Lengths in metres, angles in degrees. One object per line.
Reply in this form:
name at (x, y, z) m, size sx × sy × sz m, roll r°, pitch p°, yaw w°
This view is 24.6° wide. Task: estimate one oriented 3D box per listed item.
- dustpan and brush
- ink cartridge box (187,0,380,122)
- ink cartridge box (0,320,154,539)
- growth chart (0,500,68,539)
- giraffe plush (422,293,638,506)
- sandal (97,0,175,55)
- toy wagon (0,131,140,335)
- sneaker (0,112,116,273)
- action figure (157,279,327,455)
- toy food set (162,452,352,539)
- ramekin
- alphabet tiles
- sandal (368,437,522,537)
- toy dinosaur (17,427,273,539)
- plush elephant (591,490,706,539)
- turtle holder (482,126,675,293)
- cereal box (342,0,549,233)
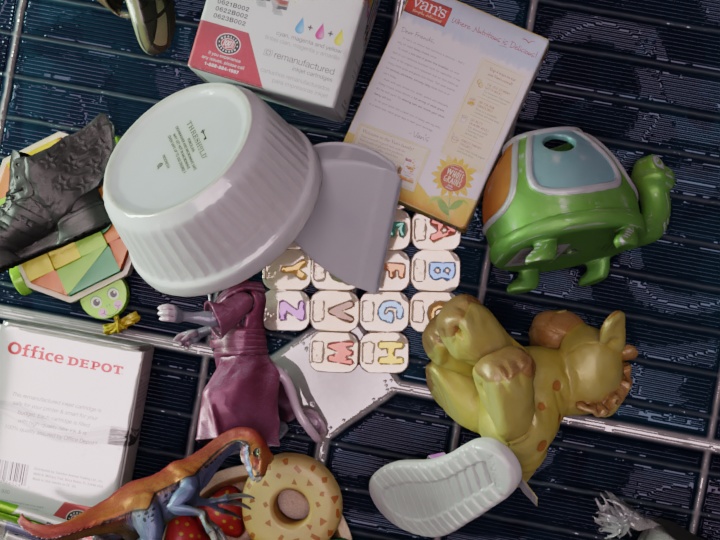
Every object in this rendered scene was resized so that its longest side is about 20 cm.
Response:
dustpan and brush at (-0.052, -0.076, 1.570) m, size 0.199 × 0.057 × 0.140 m, roll 21°, pitch 123°, yaw 14°
ink cartridge box at (-0.058, -0.259, 1.542) m, size 0.145 × 0.145 × 0.201 m, roll 16°, pitch 90°, yaw 3°
ink cartridge box at (-0.288, 0.157, 1.586) m, size 0.146 × 0.083 × 0.201 m, roll 11°, pitch 92°, yaw 2°
growth chart at (-0.317, 0.293, 1.567) m, size 0.144 × 0.018 × 0.201 m, roll 13°, pitch 126°, yaw 0°
giraffe plush at (0.173, 0.097, 1.539) m, size 0.162 × 0.173 × 0.201 m, roll -27°, pitch 78°, yaw -18°
sandal at (-0.240, -0.294, 1.594) m, size 0.057 × 0.080 × 0.202 m, roll -32°, pitch 82°, yaw 20°
toy wagon at (-0.274, -0.032, 1.607) m, size 0.155 × 0.040 × 0.201 m, roll -26°, pitch 89°, yaw 3°
sneaker at (-0.314, -0.067, 1.562) m, size 0.199 × 0.060 × 0.105 m, roll -22°, pitch 91°, yaw -2°
action figure at (-0.110, 0.073, 1.552) m, size 0.148 × 0.134 × 0.201 m, roll -1°, pitch 93°, yaw 2°
toy food set at (-0.097, 0.286, 1.594) m, size 0.199 × 0.049 × 0.199 m, roll -17°, pitch 89°, yaw 3°
ramekin at (-0.144, -0.082, 1.503) m, size 0.202 × 0.203 × 0.094 m, roll -36°, pitch 132°, yaw 3°
alphabet tiles at (0.000, 0.000, 1.605) m, size 0.194 × 0.015 × 0.201 m, roll 2°, pitch 90°, yaw 3°
sandal at (0.086, 0.200, 1.541) m, size 0.050 × 0.202 × 0.083 m, roll -33°, pitch 96°, yaw -40°
toy dinosaur at (-0.170, 0.206, 1.480) m, size 0.200 × 0.105 × 0.182 m, roll 31°, pitch 91°, yaw -28°
plush elephant at (0.271, 0.319, 1.523) m, size 0.199 × 0.165 × 0.155 m, roll 30°, pitch 100°, yaw 1°
turtle holder at (0.202, -0.066, 1.534) m, size 0.185 × 0.141 × 0.132 m, roll -15°, pitch 73°, yaw 10°
cereal box at (0.077, -0.156, 1.577) m, size 0.143 × 0.040 × 0.201 m, roll 25°, pitch 87°, yaw 8°
